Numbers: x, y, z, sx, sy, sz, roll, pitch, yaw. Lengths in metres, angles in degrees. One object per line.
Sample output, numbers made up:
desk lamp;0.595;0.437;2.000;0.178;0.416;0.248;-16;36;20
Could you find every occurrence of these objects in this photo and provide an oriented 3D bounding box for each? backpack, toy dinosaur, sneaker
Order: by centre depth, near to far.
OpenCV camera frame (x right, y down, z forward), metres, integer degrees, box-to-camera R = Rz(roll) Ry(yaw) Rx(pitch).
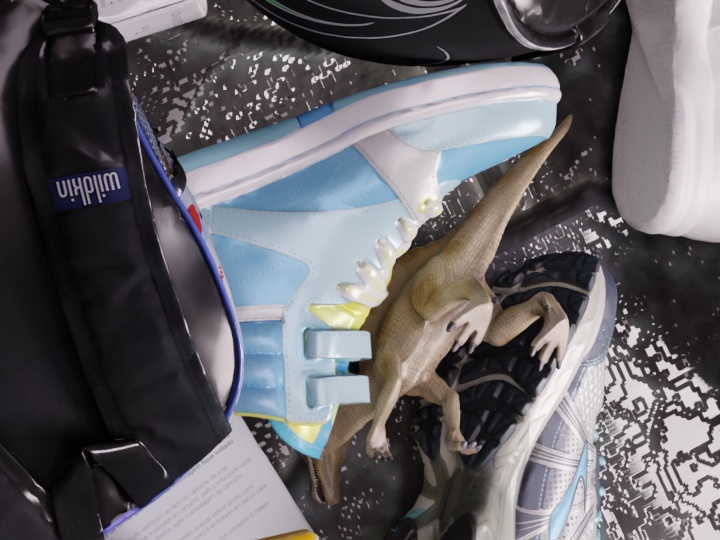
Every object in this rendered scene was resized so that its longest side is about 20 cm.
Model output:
backpack;-0.140;0.008;1.003;0.199;0.154;0.191;-30;103;-1
sneaker;0.000;0.000;1.112;0.199;0.080;0.131;-19;85;1
toy dinosaur;0.036;0.012;1.152;0.058;0.101;0.200;38;86;-35
sneaker;0.067;0.090;1.180;0.086;0.077;0.201;33;73;-38
sneaker;0.165;-0.112;1.209;0.088;0.075;0.201;8;92;-26

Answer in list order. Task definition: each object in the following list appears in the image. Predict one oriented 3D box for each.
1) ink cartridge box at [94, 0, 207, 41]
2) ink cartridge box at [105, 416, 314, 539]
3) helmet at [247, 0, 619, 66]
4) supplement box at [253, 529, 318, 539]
ink cartridge box;-0.172;-0.170;1.086;0.175;0.045;0.201;-18;83;-4
ink cartridge box;-0.125;0.111;1.111;0.196;0.043;0.201;-35;95;-31
helmet;0.012;-0.183;1.105;0.190;0.200;0.201;19;82;31
supplement box;-0.112;0.171;1.015;0.199;0.109;0.110;-9;83;-31
